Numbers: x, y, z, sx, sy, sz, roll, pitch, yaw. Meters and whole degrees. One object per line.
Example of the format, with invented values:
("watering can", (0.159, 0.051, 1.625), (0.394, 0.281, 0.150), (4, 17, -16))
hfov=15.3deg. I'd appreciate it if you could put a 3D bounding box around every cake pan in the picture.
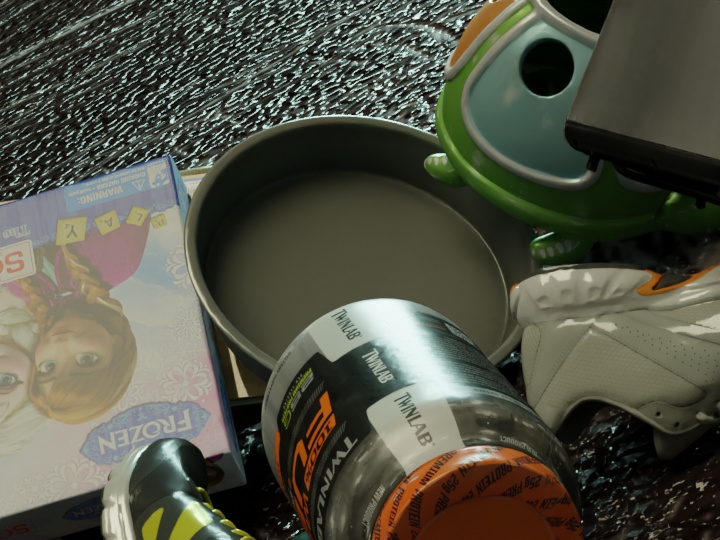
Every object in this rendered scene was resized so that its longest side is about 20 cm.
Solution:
("cake pan", (0.000, 0.000, 1.467), (0.198, 0.037, 0.201), (6, 50, -7))

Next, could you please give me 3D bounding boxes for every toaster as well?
("toaster", (0.222, -0.073, 1.278), (0.200, 0.180, 0.120), (23, 96, 63))

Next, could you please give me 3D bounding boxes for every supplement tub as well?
("supplement tub", (0.030, 0.098, 1.258), (0.122, 0.123, 0.200), (-32, 22, -4))

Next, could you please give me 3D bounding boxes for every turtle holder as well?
("turtle holder", (0.128, -0.085, 1.450), (0.140, 0.132, 0.186), (-15, 50, -28))

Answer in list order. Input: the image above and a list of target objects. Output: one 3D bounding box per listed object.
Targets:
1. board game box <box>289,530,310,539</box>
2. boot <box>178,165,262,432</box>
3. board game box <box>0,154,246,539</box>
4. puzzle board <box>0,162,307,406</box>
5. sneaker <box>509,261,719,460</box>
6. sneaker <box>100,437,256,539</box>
("board game box", (-0.089, 0.207, 1.300), (0.199, 0.028, 0.135), (-28, 23, 4))
("boot", (-0.124, 0.031, 1.558), (0.199, 0.073, 0.156), (-26, 59, 2))
("board game box", (-0.177, 0.052, 1.475), (0.198, 0.041, 0.201), (-17, 57, 3))
("puzzle board", (-0.125, 0.017, 1.518), (0.198, 0.017, 0.152), (-7, 58, 8))
("sneaker", (0.172, 0.044, 1.281), (0.198, 0.093, 0.076), (-4, -13, 15))
("sneaker", (-0.077, 0.149, 1.293), (0.084, 0.075, 0.201), (-18, 33, 11))
